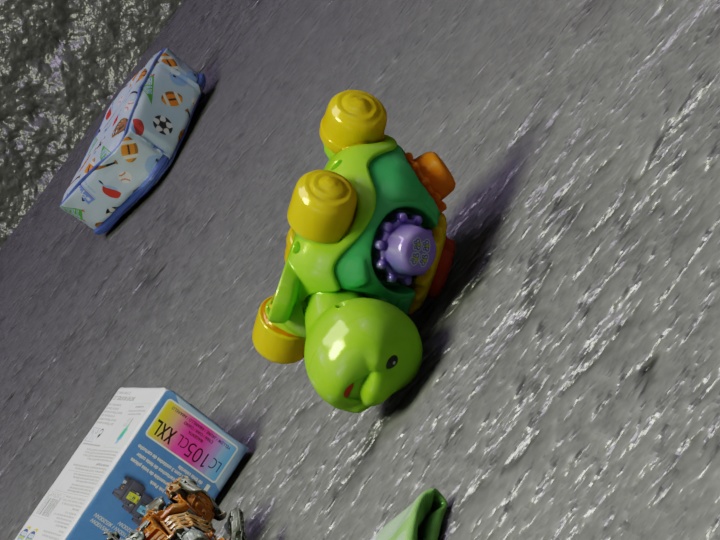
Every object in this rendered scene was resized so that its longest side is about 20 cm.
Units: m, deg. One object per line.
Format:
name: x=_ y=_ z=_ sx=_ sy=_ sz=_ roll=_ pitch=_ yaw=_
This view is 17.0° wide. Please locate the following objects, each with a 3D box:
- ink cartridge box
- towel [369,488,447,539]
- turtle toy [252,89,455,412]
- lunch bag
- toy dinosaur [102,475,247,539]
ink cartridge box: x=-0.173 y=0.178 z=1.605 sx=0.200 sy=0.076 sz=0.136 roll=-55 pitch=13 yaw=-13
towel: x=-0.038 y=0.204 z=1.204 sx=0.200 sy=0.031 sz=0.149 roll=-44 pitch=17 yaw=31
turtle toy: x=0.000 y=0.000 z=1.429 sx=0.200 sy=0.101 sz=0.146 roll=-71 pitch=0 yaw=-45
lunch bag: x=-0.247 y=-0.140 z=2.627 sx=0.160 sy=0.076 sz=0.200 roll=-42 pitch=18 yaw=44
toy dinosaur: x=-0.121 y=0.196 z=1.378 sx=0.136 sy=0.102 sz=0.200 roll=-33 pitch=9 yaw=15
